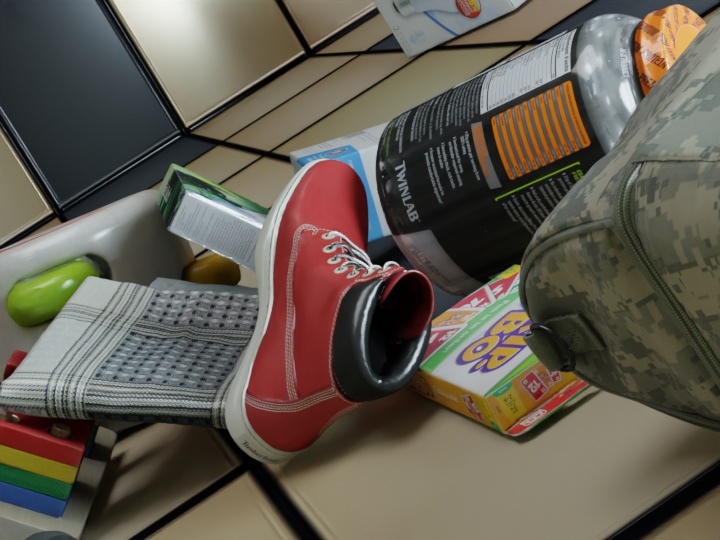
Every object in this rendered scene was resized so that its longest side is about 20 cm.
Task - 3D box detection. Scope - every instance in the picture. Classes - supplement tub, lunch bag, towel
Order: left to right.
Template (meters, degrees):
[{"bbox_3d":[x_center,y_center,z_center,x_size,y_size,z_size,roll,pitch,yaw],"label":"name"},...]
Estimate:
[{"bbox_3d":[-0.107,0.046,1.162,0.191,0.035,0.200,3,20,11],"label":"towel"},{"bbox_3d":[0.118,-0.071,1.070,0.199,0.123,0.123,-23,14,33],"label":"supplement tub"},{"bbox_3d":[0.168,-0.036,0.710,0.200,0.140,0.167,-47,24,-23],"label":"lunch bag"}]

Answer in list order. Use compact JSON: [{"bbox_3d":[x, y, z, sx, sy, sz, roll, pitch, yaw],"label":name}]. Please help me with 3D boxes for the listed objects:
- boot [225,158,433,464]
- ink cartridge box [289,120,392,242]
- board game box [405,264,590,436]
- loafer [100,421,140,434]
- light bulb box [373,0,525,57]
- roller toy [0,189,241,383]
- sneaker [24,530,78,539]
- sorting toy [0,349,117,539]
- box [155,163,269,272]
[{"bbox_3d":[0.000,0.000,1.033,0.144,0.072,0.201,-34,35,44],"label":"boot"},{"bbox_3d":[0.057,-0.080,1.336,0.199,0.068,0.116,-18,11,-6],"label":"ink cartridge box"},{"bbox_3d":[0.082,0.038,0.954,0.095,0.030,0.200,-34,14,-10],"label":"board game box"},{"bbox_3d":[-0.197,0.089,1.336,0.199,0.070,0.075,-28,12,15],"label":"loafer"},{"bbox_3d":[0.106,-0.398,2.257,0.200,0.199,0.125,-19,18,49],"label":"light bulb box"},{"bbox_3d":[-0.212,0.029,1.452,0.200,0.140,0.182,-28,8,-40],"label":"roller toy"},{"bbox_3d":[-0.125,0.173,0.836,0.084,0.075,0.200,-25,21,1],"label":"sneaker"},{"bbox_3d":[-0.257,0.091,1.170,0.200,0.198,0.070,-91,20,-76],"label":"sorting toy"},{"bbox_3d":[-0.075,-0.025,1.332,0.036,0.144,0.200,-63,12,2],"label":"box"}]
